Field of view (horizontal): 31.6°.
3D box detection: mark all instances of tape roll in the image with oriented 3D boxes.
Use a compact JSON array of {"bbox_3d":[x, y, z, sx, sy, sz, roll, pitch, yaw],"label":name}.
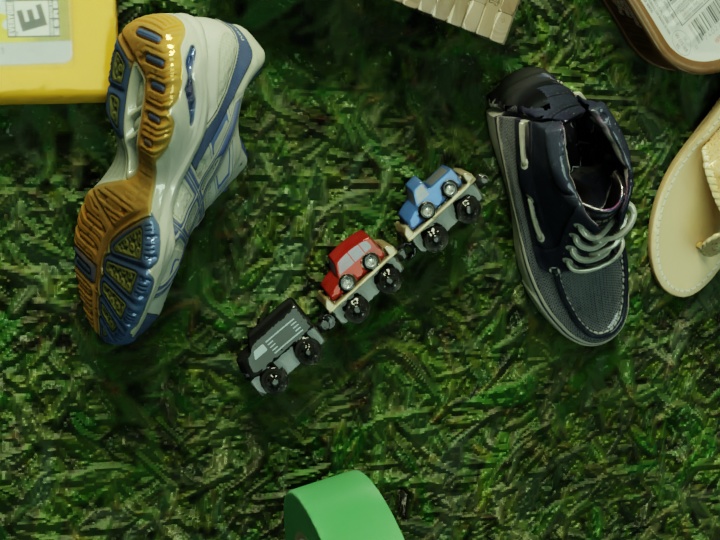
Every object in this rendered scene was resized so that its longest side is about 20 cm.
[{"bbox_3d":[0.004,0.228,0.788,0.048,0.200,0.203,-15,112,-14],"label":"tape roll"}]

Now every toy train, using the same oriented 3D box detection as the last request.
[{"bbox_3d":[0.000,0.000,0.804,0.200,0.034,0.046,-41,104,-2],"label":"toy train"}]

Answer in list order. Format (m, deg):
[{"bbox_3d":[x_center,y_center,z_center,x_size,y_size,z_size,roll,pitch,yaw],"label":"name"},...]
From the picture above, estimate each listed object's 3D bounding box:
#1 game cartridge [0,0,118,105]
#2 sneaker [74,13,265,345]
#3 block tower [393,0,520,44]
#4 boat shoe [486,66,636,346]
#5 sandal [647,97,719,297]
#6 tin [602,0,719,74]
[{"bbox_3d":[-0.228,-0.173,0.663,0.197,0.032,0.179,-5,109,-19],"label":"game cartridge"},{"bbox_3d":[-0.103,-0.046,0.728,0.087,0.075,0.202,-12,131,-46],"label":"sneaker"},{"bbox_3d":[0.006,-0.188,0.730,0.197,0.054,0.059,15,102,-24],"label":"block tower"},{"bbox_3d":[0.141,-0.026,0.811,0.074,0.093,0.202,-29,115,-8],"label":"boat shoe"},{"bbox_3d":[0.263,-0.073,0.851,0.077,0.070,0.214,19,101,-24],"label":"sandal"},{"bbox_3d":[0.195,-0.214,0.799,0.112,0.042,0.200,-44,116,-6],"label":"tin"}]
